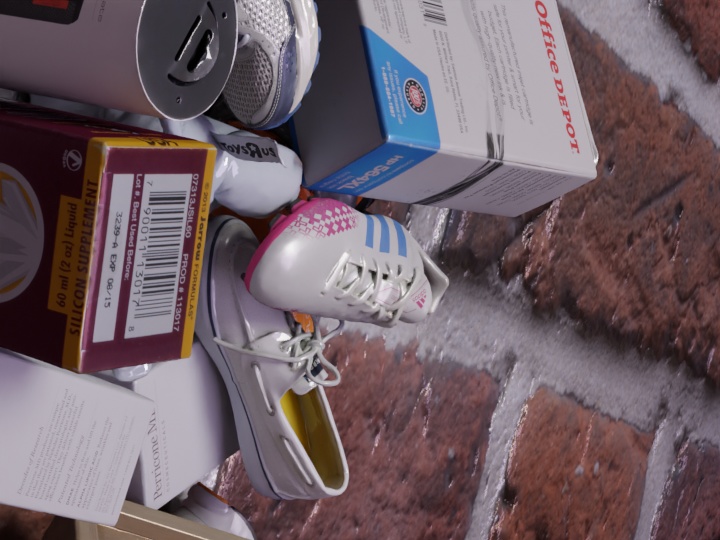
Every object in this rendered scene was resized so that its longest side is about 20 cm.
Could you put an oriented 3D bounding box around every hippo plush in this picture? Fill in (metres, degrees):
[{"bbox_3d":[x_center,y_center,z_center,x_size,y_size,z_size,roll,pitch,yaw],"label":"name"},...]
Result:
[{"bbox_3d":[-0.124,-0.017,0.958,0.159,0.200,0.162,20,93,-38],"label":"hippo plush"}]

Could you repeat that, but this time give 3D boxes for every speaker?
[{"bbox_3d":[-0.160,-0.127,0.822,0.081,0.199,0.082,-29,126,-51],"label":"speaker"}]

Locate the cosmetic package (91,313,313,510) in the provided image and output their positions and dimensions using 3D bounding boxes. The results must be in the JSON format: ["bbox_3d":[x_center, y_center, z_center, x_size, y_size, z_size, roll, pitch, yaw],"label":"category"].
[{"bbox_3d":[-0.110,0.070,1.112,0.200,0.071,0.102,-34,129,-48],"label":"cosmetic package"}]

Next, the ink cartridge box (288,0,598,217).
[{"bbox_3d":[0.048,-0.121,1.059,0.199,0.084,0.147,7,65,-44],"label":"ink cartridge box"}]

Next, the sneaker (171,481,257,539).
[{"bbox_3d":[-0.114,0.243,1.191,0.092,0.076,0.201,-38,135,-23],"label":"sneaker"}]

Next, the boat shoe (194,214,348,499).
[{"bbox_3d":[-0.047,0.059,1.052,0.075,0.086,0.203,-35,118,-49],"label":"boat shoe"}]

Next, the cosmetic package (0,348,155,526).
[{"bbox_3d":[-0.218,0.077,0.899,0.200,0.112,0.082,26,80,-57],"label":"cosmetic package"}]

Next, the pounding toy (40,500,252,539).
[{"bbox_3d":[-0.124,0.245,1.025,0.183,0.200,0.143,22,116,-25],"label":"pounding toy"}]

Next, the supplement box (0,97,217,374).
[{"bbox_3d":[-0.179,-0.027,0.831,0.085,0.199,0.111,-4,105,-56],"label":"supplement box"}]

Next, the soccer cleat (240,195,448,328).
[{"bbox_3d":[0.000,0.000,1.018,0.070,0.086,0.200,-59,163,15],"label":"soccer cleat"}]

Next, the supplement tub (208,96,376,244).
[{"bbox_3d":[-0.026,-0.097,1.135,0.200,0.122,0.123,-43,136,-42],"label":"supplement tub"}]

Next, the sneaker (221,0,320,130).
[{"bbox_3d":[-0.083,-0.165,0.856,0.085,0.077,0.201,-34,118,-46],"label":"sneaker"}]
